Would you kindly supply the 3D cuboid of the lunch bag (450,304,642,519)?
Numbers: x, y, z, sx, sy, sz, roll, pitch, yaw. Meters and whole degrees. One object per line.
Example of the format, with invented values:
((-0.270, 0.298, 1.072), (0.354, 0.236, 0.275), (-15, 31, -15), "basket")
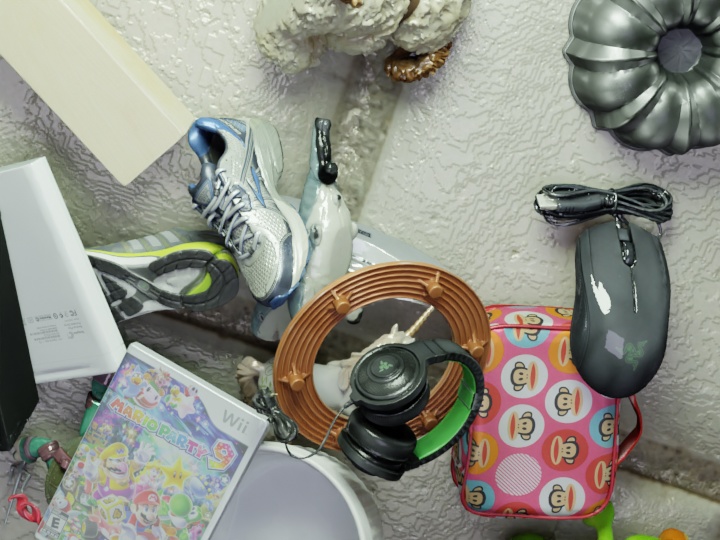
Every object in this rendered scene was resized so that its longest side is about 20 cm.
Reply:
((0.178, 0.134, 1.440), (0.176, 0.082, 0.201), (3, 105, -5), "lunch bag")

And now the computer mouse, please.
((0.231, 0.013, 1.378), (0.138, 0.053, 0.201), (1, 78, -14), "computer mouse")

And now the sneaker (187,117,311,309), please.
((-0.107, -0.052, 1.317), (0.085, 0.200, 0.077), (14, 134, -39), "sneaker")

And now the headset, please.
((0.011, 0.115, 1.313), (0.200, 0.094, 0.124), (-10, 127, -32), "headset")

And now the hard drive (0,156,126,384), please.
((-0.296, 0.004, 1.375), (0.132, 0.027, 0.200), (-10, 109, 34), "hard drive")

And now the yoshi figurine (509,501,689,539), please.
((0.218, 0.289, 1.495), (0.199, 0.113, 0.112), (5, 146, -19), "yoshi figurine")

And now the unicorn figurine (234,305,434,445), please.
((-0.022, 0.108, 1.400), (0.199, 0.074, 0.138), (-4, 133, 3), "unicorn figurine")

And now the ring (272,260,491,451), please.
((0.022, 0.081, 1.335), (0.200, 0.019, 0.201), (-10, 124, -15), "ring")

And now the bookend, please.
((-0.406, 0.055, 1.350), (0.198, 0.092, 0.201), (-2, 115, 7), "bookend")

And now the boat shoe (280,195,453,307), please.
((0.000, 0.000, 1.400), (0.200, 0.072, 0.066), (23, 107, -8), "boat shoe")

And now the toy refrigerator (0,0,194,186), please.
((-0.242, -0.178, 1.339), (0.076, 0.070, 0.200), (-39, 103, 15), "toy refrigerator")

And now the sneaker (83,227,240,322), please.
((-0.193, 0.000, 1.390), (0.199, 0.081, 0.074), (-1, 113, 17), "sneaker")

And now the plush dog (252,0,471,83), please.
((0.022, -0.248, 1.308), (0.171, 0.160, 0.201), (2, 109, -31), "plush dog")

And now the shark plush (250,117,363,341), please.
((-0.055, -0.030, 1.336), (0.083, 0.091, 0.201), (15, 113, 36), "shark plush")

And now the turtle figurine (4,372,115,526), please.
((-0.246, 0.182, 1.426), (0.150, 0.101, 0.200), (30, 96, -11), "turtle figurine")

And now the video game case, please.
((-0.185, 0.184, 1.353), (0.143, 0.018, 0.200), (29, 98, 8), "video game case")

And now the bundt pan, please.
((0.286, -0.194, 1.360), (0.201, 0.076, 0.202), (-1, 105, -4), "bundt pan")

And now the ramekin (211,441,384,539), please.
((-0.072, 0.252, 1.391), (0.200, 0.105, 0.201), (0, 89, 18), "ramekin")
